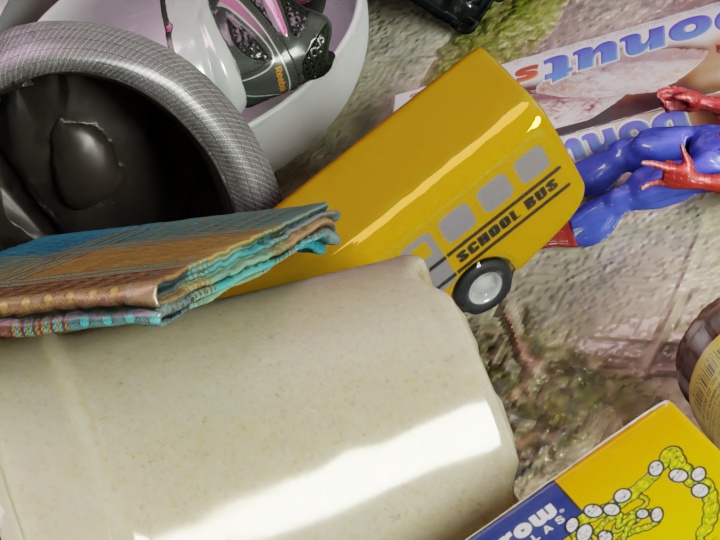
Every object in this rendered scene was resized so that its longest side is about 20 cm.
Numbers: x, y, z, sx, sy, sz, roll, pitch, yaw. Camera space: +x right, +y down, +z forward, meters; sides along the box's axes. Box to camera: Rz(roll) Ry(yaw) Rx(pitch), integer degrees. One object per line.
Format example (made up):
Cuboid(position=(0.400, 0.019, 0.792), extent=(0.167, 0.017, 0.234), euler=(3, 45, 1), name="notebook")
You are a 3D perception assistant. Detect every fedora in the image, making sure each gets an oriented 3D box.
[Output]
Cuboid(position=(-0.123, -0.028, 0.979), extent=(0.176, 0.201, 0.090), euler=(-25, 24, 7), name="fedora")

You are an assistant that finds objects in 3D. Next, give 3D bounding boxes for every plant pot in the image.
Cuboid(position=(-0.039, 0.085, 0.807), extent=(0.182, 0.202, 0.201), euler=(-21, 37, -8), name="plant pot")

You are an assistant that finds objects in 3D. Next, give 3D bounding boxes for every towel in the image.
Cuboid(position=(-0.102, 0.004, 0.787), extent=(0.145, 0.022, 0.200), euler=(-7, 7, 17), name="towel")

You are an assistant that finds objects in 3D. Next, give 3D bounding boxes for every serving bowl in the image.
Cuboid(position=(-0.084, -0.098, 1.116), extent=(0.198, 0.066, 0.201), euler=(-12, 41, 11), name="serving bowl")

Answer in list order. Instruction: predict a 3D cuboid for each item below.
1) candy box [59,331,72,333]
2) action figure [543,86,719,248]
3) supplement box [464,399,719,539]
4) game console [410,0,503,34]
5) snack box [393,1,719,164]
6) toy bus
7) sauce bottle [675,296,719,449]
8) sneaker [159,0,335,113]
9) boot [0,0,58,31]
Cuboid(position=(-0.177, 0.092, 0.925), extent=(0.199, 0.117, 0.057), euler=(-27, 37, 4), name="candy box")
Cuboid(position=(0.148, -0.050, 0.943), extent=(0.198, 0.052, 0.066), euler=(-11, 36, 19), name="action figure")
Cuboid(position=(0.122, 0.155, 0.675), extent=(0.109, 0.109, 0.200), euler=(-34, 38, -6), name="supplement box")
Cuboid(position=(0.036, -0.228, 1.160), extent=(0.117, 0.175, 0.200), euler=(-52, 34, 16), name="game console")
Cuboid(position=(0.109, -0.081, 1.016), extent=(0.198, 0.024, 0.072), euler=(-15, 38, 17), name="snack box")
Cuboid(position=(0.000, 0.000, 0.916), extent=(0.199, 0.078, 0.065), euler=(-38, 47, -1), name="toy bus")
Cuboid(position=(0.176, 0.085, 0.758), extent=(0.064, 0.065, 0.201), euler=(-26, 38, 3), name="sauce bottle")
Cuboid(position=(-0.057, -0.148, 1.061), extent=(0.085, 0.081, 0.201), euler=(-14, 51, 0), name="sneaker")
Cuboid(position=(-0.240, -0.114, 1.228), extent=(0.095, 0.074, 0.201), euler=(7, 51, 27), name="boot")
